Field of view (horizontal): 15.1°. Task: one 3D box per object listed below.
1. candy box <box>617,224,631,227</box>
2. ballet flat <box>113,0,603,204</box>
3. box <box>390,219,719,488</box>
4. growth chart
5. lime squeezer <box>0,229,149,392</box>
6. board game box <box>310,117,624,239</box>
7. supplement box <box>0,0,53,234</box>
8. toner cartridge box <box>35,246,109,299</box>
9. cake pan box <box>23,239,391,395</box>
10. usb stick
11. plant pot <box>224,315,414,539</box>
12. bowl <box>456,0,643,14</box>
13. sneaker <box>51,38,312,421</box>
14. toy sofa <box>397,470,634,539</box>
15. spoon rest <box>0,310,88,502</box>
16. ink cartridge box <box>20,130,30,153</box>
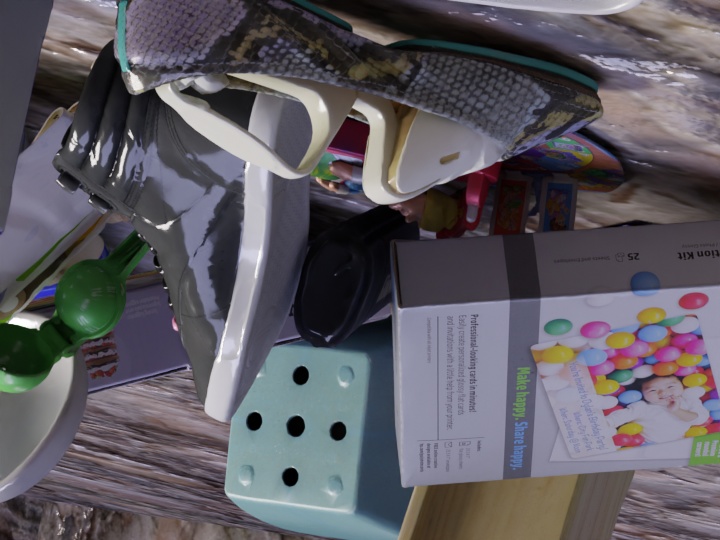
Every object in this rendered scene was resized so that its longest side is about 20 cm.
[{"bbox_3d":[0.152,0.042,1.394,0.169,0.077,0.200,17,169,-21],"label":"candy box"},{"bbox_3d":[-0.003,-0.062,1.008,0.200,0.072,0.072,15,169,-25],"label":"ballet flat"},{"bbox_3d":[0.115,0.037,1.218,0.200,0.041,0.156,-5,146,-2],"label":"box"},{"bbox_3d":[-0.155,-0.015,1.199,0.018,0.200,0.145,47,174,20],"label":"growth chart"},{"bbox_3d":[-0.141,0.013,1.218,0.038,0.200,0.071,38,155,42],"label":"lime squeezer"},{"bbox_3d":[0.012,-0.042,1.182,0.200,0.039,0.158,4,168,32],"label":"board game box"},{"bbox_3d":[-0.236,-0.079,1.071,0.200,0.101,0.103,6,170,31],"label":"supplement box"},{"bbox_3d":[-0.196,0.011,1.627,0.095,0.043,0.200,-9,170,-3],"label":"toner cartridge box"},{"bbox_3d":[-0.104,0.026,1.440,0.200,0.052,0.184,-14,-174,-24],"label":"cake pan box"},{"bbox_3d":[0.000,0.000,1.260,0.033,0.056,0.200,15,-174,6],"label":"usb stick"},{"bbox_3d":[0.018,0.094,1.564,0.141,0.141,0.200,5,178,32],"label":"plant pot"},{"bbox_3d":[-0.025,-0.130,0.625,0.200,0.075,0.200,9,171,11],"label":"bowl"},{"bbox_3d":[-0.078,-0.023,1.150,0.099,0.071,0.200,18,135,11],"label":"sneaker"},{"bbox_3d":[0.063,0.150,1.335,0.083,0.200,0.098,10,161,25],"label":"toy sofa"},{"bbox_3d":[-0.192,0.052,1.302,0.061,0.099,0.200,39,174,-32],"label":"spoon rest"},{"bbox_3d":[-0.238,-0.048,1.298,0.145,0.088,0.200,12,168,-1],"label":"ink cartridge box"}]
